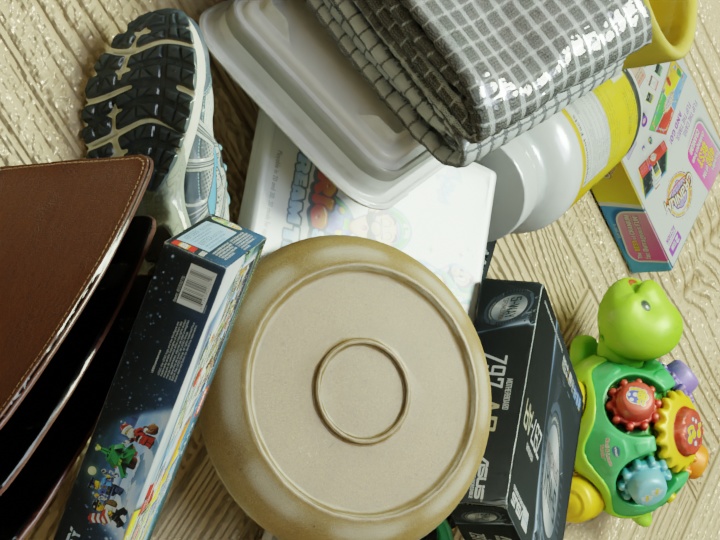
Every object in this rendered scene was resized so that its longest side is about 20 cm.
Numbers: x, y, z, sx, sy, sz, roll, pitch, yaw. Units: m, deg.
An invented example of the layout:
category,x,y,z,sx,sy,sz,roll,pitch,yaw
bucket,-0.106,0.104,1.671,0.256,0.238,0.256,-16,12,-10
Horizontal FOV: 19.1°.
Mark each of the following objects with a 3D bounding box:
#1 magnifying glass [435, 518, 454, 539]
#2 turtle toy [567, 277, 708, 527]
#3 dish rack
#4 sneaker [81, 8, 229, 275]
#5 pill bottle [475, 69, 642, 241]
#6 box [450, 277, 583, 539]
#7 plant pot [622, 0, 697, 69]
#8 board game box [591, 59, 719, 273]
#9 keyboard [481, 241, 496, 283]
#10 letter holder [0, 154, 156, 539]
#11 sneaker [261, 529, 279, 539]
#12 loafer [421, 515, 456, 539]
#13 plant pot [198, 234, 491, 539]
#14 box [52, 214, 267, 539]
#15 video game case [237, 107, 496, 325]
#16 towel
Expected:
category,x,y,z,sx,sy,sz,roll,pitch,yaw
magnifying glass,-0.009,0.144,1.421,0.200,0.079,0.022,51,7,-24
turtle toy,0.215,0.105,1.688,0.145,0.101,0.201,-20,103,-52
dish rack,0.002,-0.137,1.394,0.172,0.044,0.200,46,33,4
sneaker,-0.117,-0.056,1.297,0.086,0.077,0.201,1,92,-65
pill bottle,0.123,-0.094,1.564,0.200,0.111,0.113,-39,117,-54
box,0.108,0.120,1.465,0.200,0.043,0.161,63,34,-59
plant pot,0.122,-0.231,1.505,0.201,0.188,0.202,-9,90,-68
board game box,0.231,-0.122,1.786,0.201,0.040,0.153,61,43,-30
keyboard,0.074,0.033,1.558,0.104,0.039,0.201,44,54,-41
letter holder,-0.172,0.044,1.138,0.101,0.141,0.201,55,46,-34
sneaker,-0.008,0.240,1.389,0.075,0.082,0.201,-34,113,-50
loafer,0.020,0.116,1.450,0.072,0.073,0.200,-49,126,-19
plant pot,-0.003,0.075,1.317,0.199,0.027,0.201,4,80,-23
box,-0.113,0.074,1.182,0.137,0.037,0.201,-54,166,-81
video game case,0.000,0.000,1.381,0.181,0.024,0.201,21,68,-30
towel,0.066,-0.183,1.340,0.165,0.086,0.200,-33,81,-30
